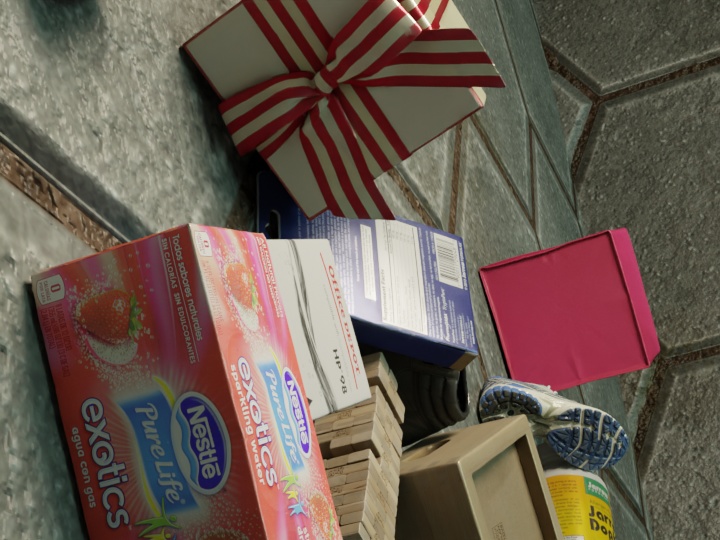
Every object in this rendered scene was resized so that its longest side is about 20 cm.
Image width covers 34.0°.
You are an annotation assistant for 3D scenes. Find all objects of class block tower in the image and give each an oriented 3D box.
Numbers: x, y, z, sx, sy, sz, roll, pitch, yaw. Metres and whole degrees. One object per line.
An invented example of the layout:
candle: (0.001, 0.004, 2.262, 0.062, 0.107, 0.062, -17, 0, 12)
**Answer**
block tower: (-0.005, 0.147, 0.866, 0.201, 0.057, 0.054, -80, 148, -54)

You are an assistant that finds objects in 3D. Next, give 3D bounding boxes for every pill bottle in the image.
pill bottle: (0.251, 0.310, 1.432, 0.201, 0.112, 0.113, -88, 155, -46)

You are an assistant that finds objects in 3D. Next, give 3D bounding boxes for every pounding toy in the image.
pounding toy: (0.084, 0.235, 0.984, 0.200, 0.141, 0.186, -15, 88, -62)

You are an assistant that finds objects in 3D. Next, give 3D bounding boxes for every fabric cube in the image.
fabric cube: (0.303, 0.059, 1.688, 0.199, 0.198, 0.198, -12, 86, -71)

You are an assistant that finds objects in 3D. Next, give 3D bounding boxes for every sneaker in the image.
sneaker: (0.032, 0.054, 0.997, 0.071, 0.098, 0.201, -60, 130, -65)
sneaker: (0.236, 0.175, 1.440, 0.199, 0.078, 0.085, 24, 16, -11)

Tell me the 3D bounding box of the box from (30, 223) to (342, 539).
box: (-0.083, 0.086, 0.606, 0.103, 0.094, 0.202, 6, 69, -73)

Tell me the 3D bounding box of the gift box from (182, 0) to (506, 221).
gift box: (0.003, -0.156, 0.900, 0.200, 0.184, 0.187, 49, 21, -10)

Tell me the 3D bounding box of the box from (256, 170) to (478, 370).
box: (0.000, 0.000, 0.942, 0.199, 0.032, 0.122, 19, 48, -27)

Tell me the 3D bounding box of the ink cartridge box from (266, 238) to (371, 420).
ink cartridge box: (-0.056, 0.042, 0.757, 0.200, 0.066, 0.117, -6, 80, -68)
